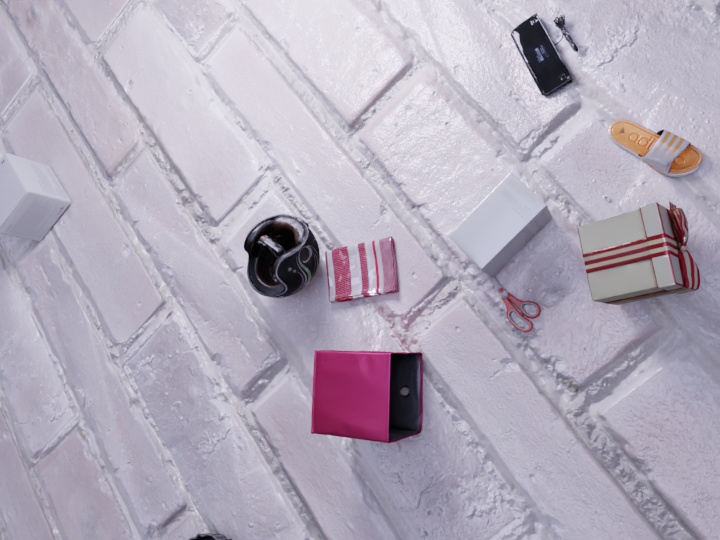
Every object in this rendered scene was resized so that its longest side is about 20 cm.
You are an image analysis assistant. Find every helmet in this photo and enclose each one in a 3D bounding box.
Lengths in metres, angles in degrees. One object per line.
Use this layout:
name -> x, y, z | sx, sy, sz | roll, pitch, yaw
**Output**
helmet -> -0.202, -0.029, 1.662 | 0.199, 0.191, 0.201 | 0, 51, 1

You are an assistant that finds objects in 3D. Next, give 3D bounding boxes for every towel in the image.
towel -> 0.000, 0.000, 1.653 | 0.199, 0.023, 0.145 | -11, 77, 25

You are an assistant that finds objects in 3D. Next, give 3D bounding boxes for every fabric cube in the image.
fabric cube -> 0.020, 0.288, 1.504 | 0.198, 0.200, 0.198 | -3, 82, 28

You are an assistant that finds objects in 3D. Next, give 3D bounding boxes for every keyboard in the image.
keyboard -> 0.448, -0.523, 1.509 | 0.127, 0.021, 0.201 | -29, 72, 26

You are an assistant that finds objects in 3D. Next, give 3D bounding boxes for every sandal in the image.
sandal -> 0.623, -0.268, 1.364 | 0.206, 0.059, 0.079 | 33, 98, 26

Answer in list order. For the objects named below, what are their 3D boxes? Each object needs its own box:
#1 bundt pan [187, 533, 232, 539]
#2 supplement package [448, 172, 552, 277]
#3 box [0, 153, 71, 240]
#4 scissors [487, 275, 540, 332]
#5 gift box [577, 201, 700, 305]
bundt pan -> -0.388, 0.797, 1.698 | 0.201, 0.076, 0.203 | -4, 80, 26
supplement package -> 0.319, -0.100, 1.453 | 0.200, 0.117, 0.117 | -46, 67, 9
box -> -1.139, -0.245, 2.160 | 0.200, 0.171, 0.199 | -46, 66, 13
scissors -> 0.331, 0.060, 1.486 | 0.200, 0.014, 0.073 | 42, 101, 24
gift box -> 0.574, -0.035, 1.292 | 0.186, 0.199, 0.186 | -17, 79, 39
